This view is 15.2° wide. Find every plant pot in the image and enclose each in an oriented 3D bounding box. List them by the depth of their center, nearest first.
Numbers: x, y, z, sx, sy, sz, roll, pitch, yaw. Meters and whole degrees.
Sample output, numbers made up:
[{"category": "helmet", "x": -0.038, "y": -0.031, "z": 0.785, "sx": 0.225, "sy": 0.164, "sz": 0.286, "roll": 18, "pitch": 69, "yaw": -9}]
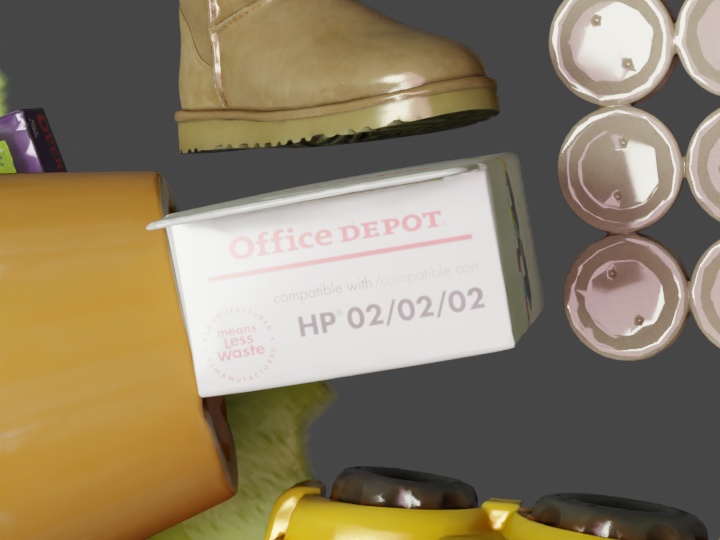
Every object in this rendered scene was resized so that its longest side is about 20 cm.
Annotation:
[{"category": "plant pot", "x": -0.147, "y": 0.044, "z": 1.003, "sx": 0.183, "sy": 0.200, "sz": 0.200, "roll": -13, "pitch": 91, "yaw": 0}]

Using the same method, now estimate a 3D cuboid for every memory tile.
[{"category": "memory tile", "x": 0.148, "y": -0.065, "z": 1.033, "sx": 0.153, "sy": 0.017, "sz": 0.200, "roll": -3, "pitch": 93, "yaw": 15}]

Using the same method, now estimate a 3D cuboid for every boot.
[{"category": "boot", "x": -0.027, "y": -0.147, "z": 1.019, "sx": 0.175, "sy": 0.066, "sz": 0.200, "roll": -2, "pitch": 96, "yaw": 46}]

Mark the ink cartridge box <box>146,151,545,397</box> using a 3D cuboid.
[{"category": "ink cartridge box", "x": 0.000, "y": 0.000, "z": 0.977, "sx": 0.115, "sy": 0.200, "sz": 0.068, "roll": -10, "pitch": 92, "yaw": 8}]

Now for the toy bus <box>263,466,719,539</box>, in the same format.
[{"category": "toy bus", "x": 0.038, "y": 0.151, "z": 0.984, "sx": 0.200, "sy": 0.192, "sz": 0.136, "roll": 8, "pitch": 92, "yaw": 14}]

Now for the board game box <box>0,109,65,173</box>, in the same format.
[{"category": "board game box", "x": -0.201, "y": 0.023, "z": 1.122, "sx": 0.200, "sy": 0.032, "sz": 0.120, "roll": -20, "pitch": 87, "yaw": 16}]
